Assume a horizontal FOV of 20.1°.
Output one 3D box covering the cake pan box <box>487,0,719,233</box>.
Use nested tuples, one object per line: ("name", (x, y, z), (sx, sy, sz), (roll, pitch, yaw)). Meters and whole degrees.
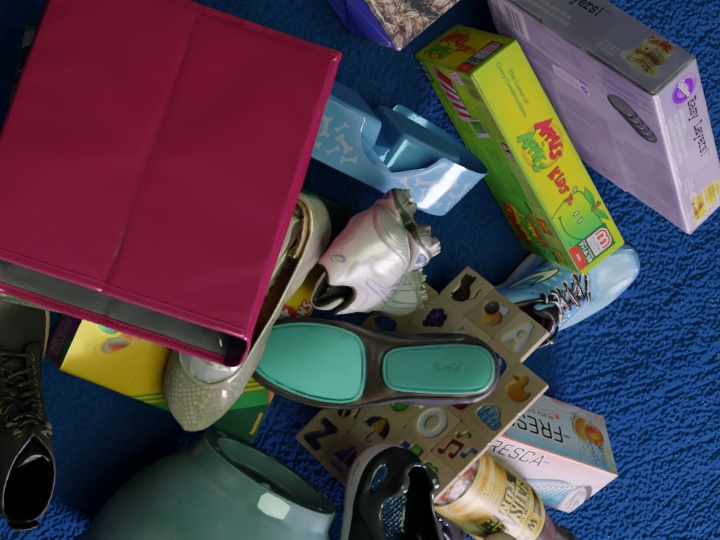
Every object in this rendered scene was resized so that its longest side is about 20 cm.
("cake pan box", (0.186, -0.139, 1.572), (0.052, 0.200, 0.184), (-41, 143, -13))

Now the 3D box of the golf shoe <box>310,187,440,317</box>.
("golf shoe", (0.000, 0.000, 1.567), (0.097, 0.200, 0.078), (-30, 74, -10))

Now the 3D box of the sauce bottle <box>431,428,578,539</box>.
("sauce bottle", (0.114, 0.194, 1.660), (0.200, 0.066, 0.066), (36, 87, -43))

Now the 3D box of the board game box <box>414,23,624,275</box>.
("board game box", (0.128, -0.097, 1.634), (0.048, 0.102, 0.200), (-37, 116, -12))

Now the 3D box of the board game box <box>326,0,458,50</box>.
("board game box", (0.043, -0.294, 1.546), (0.200, 0.097, 0.160), (-41, 117, -10))

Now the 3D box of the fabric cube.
("fabric cube", (-0.141, -0.065, 1.371), (0.199, 0.196, 0.200), (19, 79, -4))

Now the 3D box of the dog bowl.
("dog bowl", (0.004, -0.104, 1.575), (0.200, 0.112, 0.050), (25, 106, -29))

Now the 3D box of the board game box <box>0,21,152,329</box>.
("board game box", (-0.198, -0.067, 1.476), (0.134, 0.029, 0.201), (12, 82, -7))

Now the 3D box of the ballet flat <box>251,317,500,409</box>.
("ballet flat", (0.007, 0.075, 1.574), (0.199, 0.073, 0.073), (4, 103, -3))

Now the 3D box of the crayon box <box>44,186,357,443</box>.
("crayon box", (-0.123, 0.009, 1.568), (0.172, 0.058, 0.200), (23, 92, -28))

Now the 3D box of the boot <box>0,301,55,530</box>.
("boot", (-0.248, 0.079, 1.483), (0.077, 0.138, 0.201), (-4, 104, -24))

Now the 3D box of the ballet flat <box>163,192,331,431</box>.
("ballet flat", (-0.092, 0.025, 1.514), (0.067, 0.062, 0.200), (28, 83, 15))

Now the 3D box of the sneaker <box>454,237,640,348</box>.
("sneaker", (0.153, 0.035, 1.687), (0.200, 0.090, 0.079), (-27, 113, -17))

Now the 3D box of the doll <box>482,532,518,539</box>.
("doll", (0.058, 0.288, 1.613), (0.136, 0.048, 0.200), (41, 91, -18))

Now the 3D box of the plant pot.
("plant pot", (-0.101, 0.206, 1.542), (0.200, 0.200, 0.134), (29, 96, -28))

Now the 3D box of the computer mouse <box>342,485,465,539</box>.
("computer mouse", (0.072, 0.195, 1.696), (0.140, 0.046, 0.200), (-39, 100, -44))

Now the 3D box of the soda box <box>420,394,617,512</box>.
("soda box", (0.116, 0.138, 1.691), (0.200, 0.064, 0.068), (21, 133, -31))

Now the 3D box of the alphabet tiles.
("alphabet tiles", (0.048, 0.092, 1.619), (0.200, 0.166, 0.006), (-44, 143, -8))

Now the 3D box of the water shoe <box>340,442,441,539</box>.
("water shoe", (0.021, 0.232, 1.527), (0.071, 0.079, 0.201), (-7, 103, -27))
